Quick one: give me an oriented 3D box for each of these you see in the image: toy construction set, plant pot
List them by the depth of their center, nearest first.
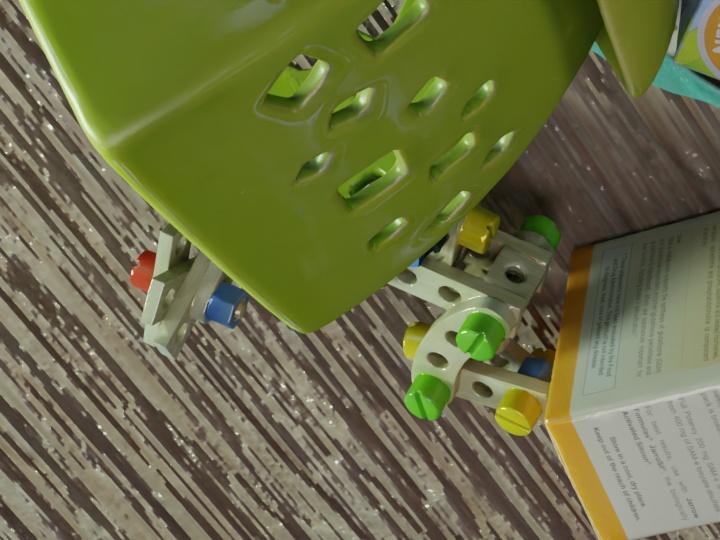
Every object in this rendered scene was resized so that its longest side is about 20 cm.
[{"bbox_3d":[-0.011,-0.124,0.626,0.181,0.201,0.199,-29,157,5],"label":"plant pot"},{"bbox_3d":[0.000,0.000,0.827,0.199,0.092,0.131,12,143,5],"label":"toy construction set"}]

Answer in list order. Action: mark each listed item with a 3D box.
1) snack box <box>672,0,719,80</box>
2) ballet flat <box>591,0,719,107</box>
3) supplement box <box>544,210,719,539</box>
[{"bbox_3d":[0.213,-0.132,0.607,0.168,0.068,0.201,21,125,-1],"label":"snack box"},{"bbox_3d":[0.152,-0.090,0.727,0.200,0.068,0.070,30,169,-6],"label":"ballet flat"},{"bbox_3d":[0.184,0.028,0.778,0.199,0.126,0.074,-15,120,23],"label":"supplement box"}]
